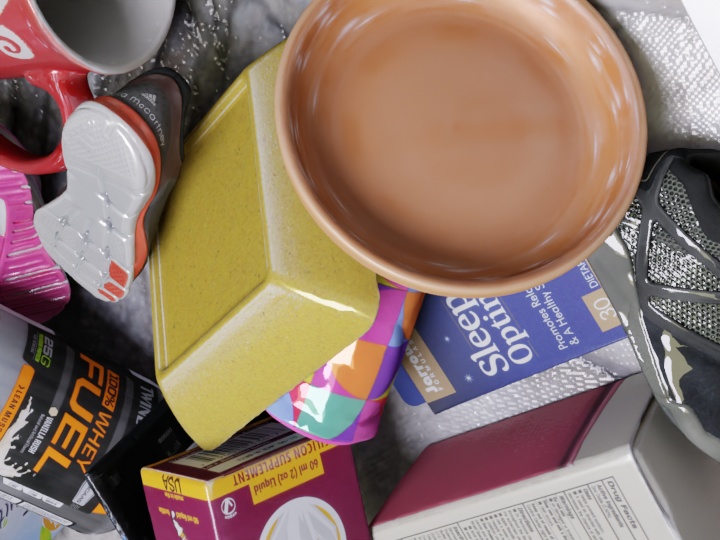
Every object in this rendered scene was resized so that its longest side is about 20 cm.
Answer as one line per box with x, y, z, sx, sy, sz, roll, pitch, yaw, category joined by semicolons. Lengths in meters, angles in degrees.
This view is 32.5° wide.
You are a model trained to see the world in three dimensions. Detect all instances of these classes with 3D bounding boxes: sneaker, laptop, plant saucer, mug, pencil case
-0.139;-0.050;0.751;0.077;0.082;0.200;41;146;0;sneaker
-0.123;0.186;0.879;0.103;0.177;0.201;-19;106;34;laptop
0.207;0.020;0.683;0.114;0.076;0.200;-22;99;41;sneaker
0.052;-0.079;0.659;0.200;0.201;0.037;37;160;5;plant saucer
-0.260;-0.037;0.899;0.081;0.089;0.201;-8;139;-12;sneaker
-0.238;-0.160;0.768;0.199;0.179;0.133;-1;158;32;mug
0.000;0.000;0.732;0.088;0.088;0.201;20;100;16;pencil case
-0.074;-0.021;0.733;0.200;0.048;0.201;-40;50;44;plant saucer

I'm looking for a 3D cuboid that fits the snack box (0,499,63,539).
-0.319;0.180;0.961;0.067;0.200;0.170;8;119;23;snack box

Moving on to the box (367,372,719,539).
0.127;0.162;0.780;0.199;0.109;0.128;-24;101;34;box

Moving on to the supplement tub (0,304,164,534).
-0.222;0.112;0.891;0.199;0.123;0.122;30;131;-27;supplement tub

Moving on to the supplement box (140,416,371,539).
-0.053;0.205;0.780;0.085;0.110;0.202;-2;103;52;supplement box

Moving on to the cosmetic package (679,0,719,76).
0.229;-0.076;0.619;0.050;0.083;0.201;-23;103;37;cosmetic package

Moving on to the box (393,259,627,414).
0.070;0.017;0.780;0.199;0.032;0.122;-27;101;36;box
